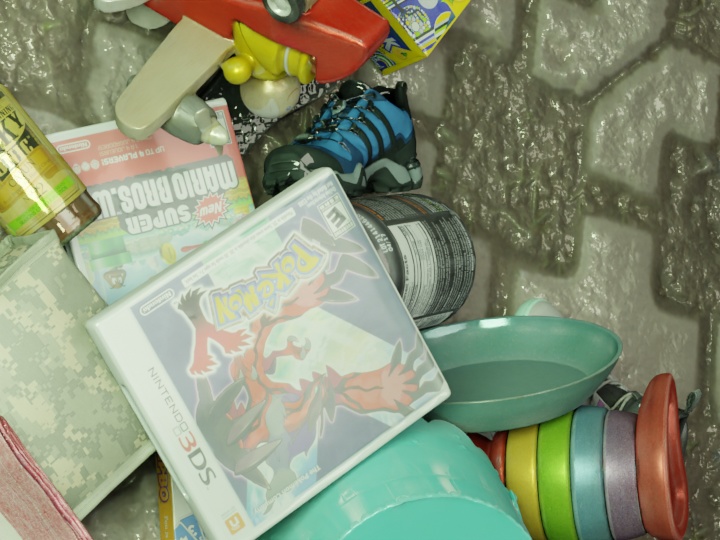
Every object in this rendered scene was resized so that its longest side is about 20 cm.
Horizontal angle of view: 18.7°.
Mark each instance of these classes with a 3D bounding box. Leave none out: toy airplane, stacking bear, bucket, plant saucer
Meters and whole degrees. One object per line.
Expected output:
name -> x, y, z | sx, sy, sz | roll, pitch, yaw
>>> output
toy airplane -> -0.089, -0.170, 1.556 | 0.199, 0.199, 0.142 | -19, 127, -3
stacking bear -> 0.137, 0.153, 1.637 | 0.114, 0.199, 0.122 | -59, 143, -65
bucket -> 0.027, 0.212, 1.512 | 0.206, 0.135, 0.208 | -5, 109, -14
plant saucer -> 0.098, 0.081, 1.639 | 0.199, 0.200, 0.036 | -19, 109, -37

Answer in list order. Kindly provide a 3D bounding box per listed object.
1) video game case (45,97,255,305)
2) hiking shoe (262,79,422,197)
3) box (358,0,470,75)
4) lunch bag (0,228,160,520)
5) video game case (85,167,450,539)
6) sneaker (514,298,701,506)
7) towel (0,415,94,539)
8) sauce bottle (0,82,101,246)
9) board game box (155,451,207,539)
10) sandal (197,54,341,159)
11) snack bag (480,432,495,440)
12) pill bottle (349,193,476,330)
video game case -> -0.137, -0.013, 1.560 | 0.142, 0.017, 0.201 | -14, 87, -24
hiking shoe -> -0.019, -0.098, 1.626 | 0.200, 0.074, 0.087 | -12, 99, -66
box -> 0.065, -0.252, 1.752 | 0.070, 0.064, 0.200 | 48, 57, -19
lunch bag -> -0.241, 0.099, 1.424 | 0.200, 0.117, 0.164 | -43, 107, -24
video game case -> -0.057, 0.059, 1.446 | 0.200, 0.023, 0.183 | -35, 105, -23
sneaker -> 0.206, 0.103, 1.721 | 0.078, 0.140, 0.201 | -22, 89, -48
towel -> -0.266, 0.196, 1.369 | 0.200, 0.023, 0.144 | -33, 104, 10
sauce bottle -> -0.260, -0.098, 1.483 | 0.200, 0.065, 0.065 | 50, 57, -8
board game box -> -0.100, 0.174, 1.576 | 0.095, 0.030, 0.201 | 1, 78, -36
sandal -> -0.084, -0.133, 1.637 | 0.200, 0.048, 0.075 | -43, 105, -20
snack bag -> 0.107, 0.204, 1.723 | 0.200, 0.021, 0.189 | -45, 108, -33
pill bottle -> 0.000, 0.000, 1.585 | 0.200, 0.106, 0.107 | -9, 86, -64
